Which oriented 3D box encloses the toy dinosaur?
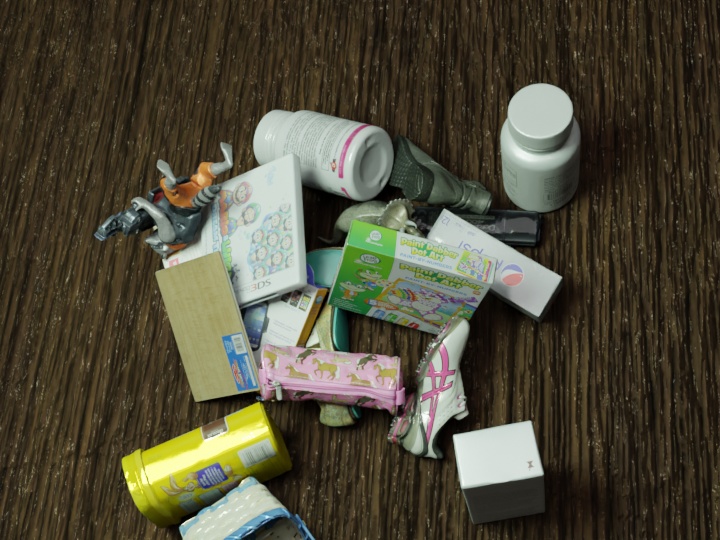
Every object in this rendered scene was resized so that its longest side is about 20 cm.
[{"bbox_3d":[0.016,-0.077,1.637,0.199,0.102,0.077,3,84,29],"label":"toy dinosaur"}]

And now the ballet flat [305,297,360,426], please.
[{"bbox_3d":[-0.046,0.128,1.592,0.070,0.071,0.201,-11,66,5],"label":"ballet flat"}]

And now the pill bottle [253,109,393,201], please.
[{"bbox_3d":[-0.059,-0.181,1.689,0.199,0.113,0.114,18,69,34],"label":"pill bottle"}]

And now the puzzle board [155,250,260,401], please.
[{"bbox_3d":[-0.214,0.082,1.578,0.150,0.017,0.201,-15,93,43],"label":"puzzle board"}]

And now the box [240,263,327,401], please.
[{"bbox_3d":[-0.130,0.073,1.603,0.119,0.041,0.201,25,95,19],"label":"box"}]

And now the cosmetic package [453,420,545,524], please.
[{"bbox_3d":[0.179,0.261,1.414,0.101,0.200,0.072,-11,64,4],"label":"cosmetic package"}]

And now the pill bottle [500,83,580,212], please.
[{"bbox_3d":[0.259,-0.177,1.600,0.114,0.200,0.115,-4,65,8],"label":"pill bottle"}]

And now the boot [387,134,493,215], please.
[{"bbox_3d":[0.117,-0.136,1.678,0.130,0.068,0.200,14,22,-21],"label":"boot"}]

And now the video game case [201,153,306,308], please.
[{"bbox_3d":[-0.156,-0.049,1.590,0.182,0.024,0.201,-19,64,32],"label":"video game case"}]

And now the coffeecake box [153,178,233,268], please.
[{"bbox_3d":[-0.203,-0.049,1.694,0.199,0.073,0.154,-20,66,0],"label":"coffeecake box"}]

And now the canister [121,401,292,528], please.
[{"bbox_3d":[-0.204,0.264,1.513,0.199,0.149,0.087,-23,64,-3],"label":"canister"}]

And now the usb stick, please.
[{"bbox_3d":[0.172,-0.066,1.659,0.199,0.033,0.056,3,76,11],"label":"usb stick"}]

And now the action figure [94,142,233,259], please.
[{"bbox_3d":[-0.272,-0.082,1.583,0.105,0.194,0.200,43,48,10],"label":"action figure"}]

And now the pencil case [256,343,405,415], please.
[{"bbox_3d":[-0.039,0.147,1.501,0.199,0.083,0.087,6,55,-3],"label":"pencil case"}]

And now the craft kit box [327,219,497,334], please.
[{"bbox_3d":[0.065,0.016,1.519,0.199,0.198,0.049,15,60,-2],"label":"craft kit box"}]

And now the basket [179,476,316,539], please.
[{"bbox_3d":[-0.133,0.381,1.439,0.176,0.139,0.200,-32,39,-5],"label":"basket"}]

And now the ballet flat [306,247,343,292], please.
[{"bbox_3d":[0.000,0.000,1.641,0.199,0.065,0.071,-2,77,10],"label":"ballet flat"}]

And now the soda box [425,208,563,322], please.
[{"bbox_3d":[0.189,-0.006,1.594,0.200,0.063,0.068,31,87,15],"label":"soda box"}]

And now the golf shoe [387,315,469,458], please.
[{"bbox_3d":[0.114,0.161,1.530,0.092,0.073,0.201,24,96,6],"label":"golf shoe"}]
